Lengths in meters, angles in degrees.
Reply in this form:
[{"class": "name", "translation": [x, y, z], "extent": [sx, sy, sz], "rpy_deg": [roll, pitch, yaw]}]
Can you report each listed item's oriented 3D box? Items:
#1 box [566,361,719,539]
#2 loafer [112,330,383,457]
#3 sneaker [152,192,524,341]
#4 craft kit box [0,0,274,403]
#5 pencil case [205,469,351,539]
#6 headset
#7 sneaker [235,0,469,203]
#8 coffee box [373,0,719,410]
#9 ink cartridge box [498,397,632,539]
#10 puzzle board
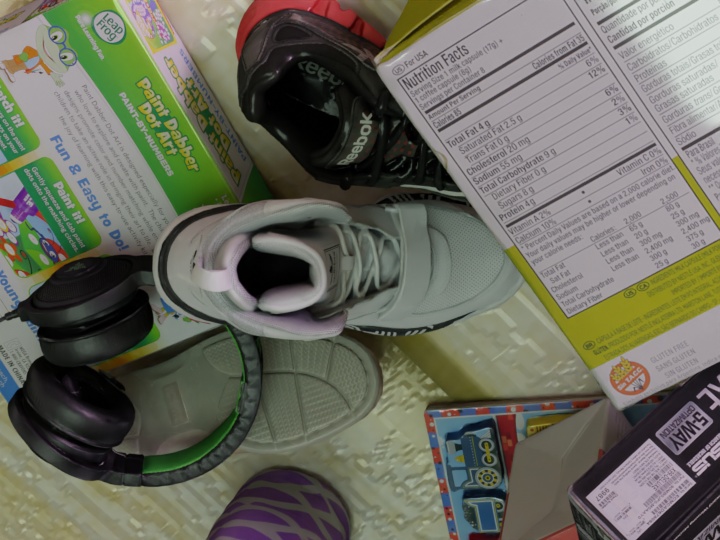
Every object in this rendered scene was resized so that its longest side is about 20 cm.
[{"class": "box", "translation": [0.188, 0.081, 0.954], "extent": [0.050, 0.200, 0.158], "rpy_deg": [43, 167, 27]}, {"class": "loafer", "translation": [-0.077, 0.074, 1.154], "extent": [0.198, 0.063, 0.073], "rpy_deg": [-13, 82, 17]}, {"class": "sneaker", "translation": [0.000, 0.000, 1.021], "extent": [0.198, 0.115, 0.076], "rpy_deg": [-1, 94, -13]}, {"class": "craft kit box", "translation": [-0.159, -0.042, 1.109], "extent": [0.196, 0.049, 0.201], "rpy_deg": [-20, 113, 25]}, {"class": "pencil case", "translation": [-0.063, 0.188, 1.127], "extent": [0.083, 0.200, 0.086], "rpy_deg": [23, 116, 7]}, {"class": "headset", "translation": [-0.151, 0.044, 1.099], "extent": [0.198, 0.094, 0.125], "rpy_deg": [10, 109, -7]}, {"class": "sneaker", "translation": [0.023, -0.070, 1.018], "extent": [0.199, 0.098, 0.071], "rpy_deg": [24, 120, -2]}, {"class": "coffee box", "translation": [0.155, -0.102, 0.908], "extent": [0.199, 0.200, 0.198], "rpy_deg": [-30, 108, 27]}, {"class": "ink cartridge box", "translation": [0.157, 0.184, 1.100], "extent": [0.067, 0.117, 0.201], "rpy_deg": [-29, 109, 24]}, {"class": "puzzle board", "translation": [0.126, 0.160, 1.171], "extent": [0.149, 0.017, 0.202], "rpy_deg": [-4, 118, 16]}]
